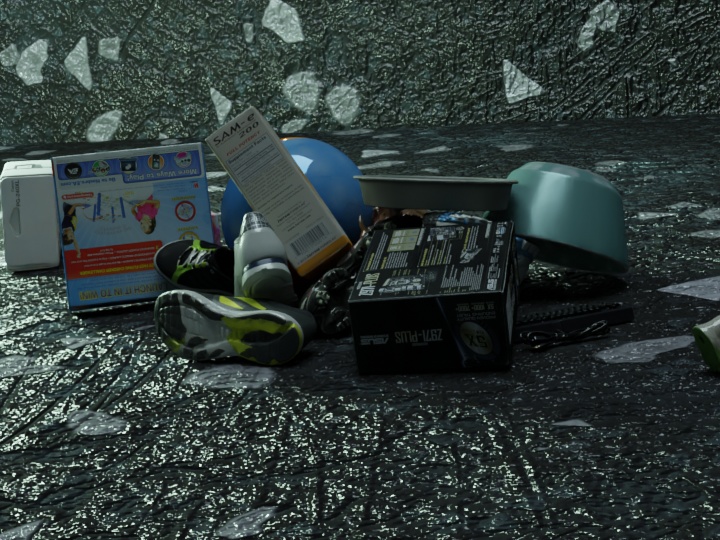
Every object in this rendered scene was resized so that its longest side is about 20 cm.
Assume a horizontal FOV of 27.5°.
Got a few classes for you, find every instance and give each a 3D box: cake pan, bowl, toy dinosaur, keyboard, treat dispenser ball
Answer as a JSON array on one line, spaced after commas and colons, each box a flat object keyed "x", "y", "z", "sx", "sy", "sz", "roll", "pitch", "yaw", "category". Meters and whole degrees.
[{"x": 0.090, "y": -0.094, "z": 1.770, "sx": 0.199, "sy": 0.037, "sz": 0.200, "roll": 2, "pitch": 5, "yaw": 0, "category": "cake pan"}, {"x": 0.249, "y": -0.071, "z": 1.852, "sx": 0.200, "sy": 0.106, "sz": 0.201, "roll": 13, "pitch": -6, "yaw": 1, "category": "bowl"}, {"x": 0.058, "y": -0.058, "z": 1.924, "sx": 0.135, "sy": 0.086, "sz": 0.200, "roll": 36, "pitch": 9, "yaw": -10, "category": "toy dinosaur"}, {"x": 0.212, "y": 0.059, "z": 1.630, "sx": 0.199, "sy": 0.021, "sz": 0.127, "roll": -10, "pitch": 13, "yaw": -21, "category": "keyboard"}, {"x": -0.083, "y": -0.073, "z": 1.926, "sx": 0.200, "sy": 0.202, "sz": 0.201, "roll": -4, "pitch": 12, "yaw": 1, "category": "treat dispenser ball"}]

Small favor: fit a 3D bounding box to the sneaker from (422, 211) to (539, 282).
[{"x": 0.140, "y": -0.013, "z": 1.737, "sx": 0.075, "sy": 0.087, "sz": 0.200, "roll": 11, "pitch": -7, "yaw": 44, "category": "sneaker"}]

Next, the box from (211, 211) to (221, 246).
[{"x": -0.265, "y": -0.039, "z": 2.073, "sx": 0.094, "sy": 0.103, "sz": 0.200, "roll": -9, "pitch": 12, "yaw": -20, "category": "box"}]

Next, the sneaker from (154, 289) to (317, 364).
[{"x": -0.138, "y": 0.064, "z": 1.642, "sx": 0.199, "sy": 0.075, "sz": 0.085, "roll": 12, "pitch": 12, "yaw": 27, "category": "sneaker"}]

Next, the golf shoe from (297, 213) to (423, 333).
[{"x": 0.000, "y": 0.000, "z": 1.742, "sx": 0.200, "sy": 0.077, "sz": 0.088, "roll": -37, "pitch": 9, "yaw": -26, "category": "golf shoe"}]

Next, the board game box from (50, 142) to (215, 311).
[{"x": -0.294, "y": -0.057, "z": 1.925, "sx": 0.199, "sy": 0.197, "sz": 0.056, "roll": -6, "pitch": -6, "yaw": -12, "category": "board game box"}]

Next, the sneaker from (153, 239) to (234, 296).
[{"x": -0.174, "y": -0.011, "z": 1.836, "sx": 0.199, "sy": 0.083, "sz": 0.072, "roll": 14, "pitch": 62, "yaw": 23, "category": "sneaker"}]

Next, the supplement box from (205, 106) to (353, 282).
[{"x": -0.093, "y": -0.088, "z": 1.763, "sx": 0.073, "sy": 0.200, "sz": 0.126, "roll": -35, "pitch": -6, "yaw": 2, "category": "supplement box"}]

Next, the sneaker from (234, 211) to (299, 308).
[{"x": -0.115, "y": 0.003, "z": 1.715, "sx": 0.076, "sy": 0.081, "sz": 0.200, "roll": -14, "pitch": -20, "yaw": -14, "category": "sneaker"}]

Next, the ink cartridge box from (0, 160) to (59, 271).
[{"x": -0.512, "y": -0.089, "z": 2.293, "sx": 0.083, "sy": 0.146, "sz": 0.200, "roll": -4, "pitch": 11, "yaw": -11, "category": "ink cartridge box"}]

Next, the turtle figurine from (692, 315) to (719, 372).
[{"x": 0.437, "y": 0.057, "z": 1.431, "sx": 0.193, "sy": 0.201, "sz": 0.144, "roll": -29, "pitch": 42, "yaw": -15, "category": "turtle figurine"}]

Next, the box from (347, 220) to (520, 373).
[{"x": 0.084, "y": 0.026, "z": 1.585, "sx": 0.163, "sy": 0.087, "sz": 0.200, "roll": -4, "pitch": 22, "yaw": 10, "category": "box"}]
